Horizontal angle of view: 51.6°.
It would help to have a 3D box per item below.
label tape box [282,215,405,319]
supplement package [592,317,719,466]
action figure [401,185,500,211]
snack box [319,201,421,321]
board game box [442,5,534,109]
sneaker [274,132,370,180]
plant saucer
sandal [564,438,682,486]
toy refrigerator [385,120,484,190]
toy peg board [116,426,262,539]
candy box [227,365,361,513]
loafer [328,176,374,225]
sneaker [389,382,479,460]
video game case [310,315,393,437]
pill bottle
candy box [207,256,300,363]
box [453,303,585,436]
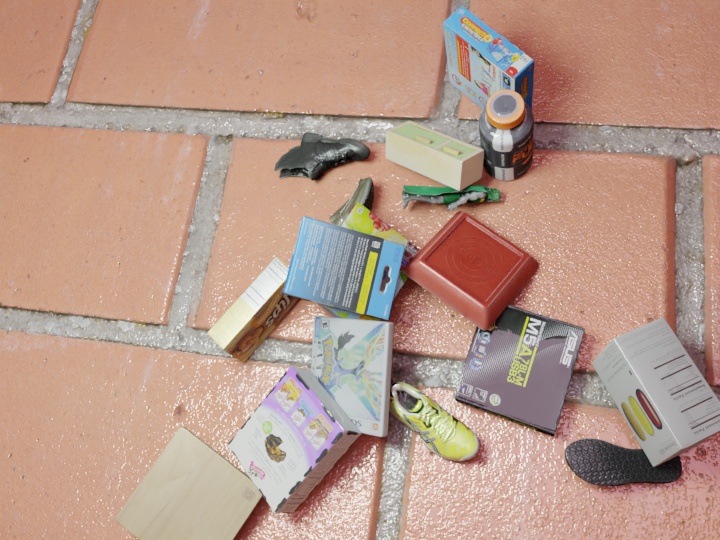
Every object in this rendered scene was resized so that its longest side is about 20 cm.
[{"bbox_3d":[-0.031,-0.002,1.376,0.196,0.063,0.147,16,83,-9],"label":"label tape box"},{"bbox_3d":[0.503,0.204,1.255,0.108,0.114,0.202,-19,64,-15],"label":"supplement package"},{"bbox_3d":[0.182,-0.147,1.490,0.196,0.118,0.056,-3,95,2],"label":"action figure"},{"bbox_3d":[0.000,0.000,1.449,0.168,0.068,0.202,35,81,-7],"label":"snack box"},{"bbox_3d":[0.258,-0.400,1.501,0.056,0.200,0.196,-41,68,-6],"label":"board game box"},{"bbox_3d":[-0.081,-0.233,1.595,0.197,0.060,0.106,15,73,23],"label":"sneaker"},{"bbox_3d":[0.214,-0.015,1.416,0.198,0.037,0.200,36,59,19],"label":"plant saucer"},{"bbox_3d":[0.446,0.335,1.277,0.196,0.048,0.077,6,70,1],"label":"sandal"},{"bbox_3d":[0.146,-0.237,1.497,0.075,0.071,0.199,-29,45,-36],"label":"toy refrigerator"},{"bbox_3d":[-0.309,0.434,1.394,0.198,0.098,0.201,35,81,6],"label":"toy peg board"},{"bbox_3d":[-0.124,0.309,1.362,0.201,0.071,0.168,-50,60,8],"label":"candy box"},{"bbox_3d":[-0.032,-0.107,1.526,0.069,0.075,0.203,22,77,15],"label":"loafer"},{"bbox_3d":[0.123,0.274,1.342,0.198,0.077,0.076,30,77,20],"label":"sneaker"},{"bbox_3d":[-0.021,0.191,1.376,0.180,0.022,0.204,2,87,38],"label":"video game case"},{"bbox_3d":[0.283,-0.265,1.445,0.104,0.200,0.108,-4,69,11],"label":"pill bottle"},{"bbox_3d":[-0.200,0.080,1.473,0.055,0.116,0.201,38,82,21],"label":"candy box"},{"bbox_3d":[0.291,0.174,1.366,0.190,0.048,0.203,17,75,20],"label":"box"}]
